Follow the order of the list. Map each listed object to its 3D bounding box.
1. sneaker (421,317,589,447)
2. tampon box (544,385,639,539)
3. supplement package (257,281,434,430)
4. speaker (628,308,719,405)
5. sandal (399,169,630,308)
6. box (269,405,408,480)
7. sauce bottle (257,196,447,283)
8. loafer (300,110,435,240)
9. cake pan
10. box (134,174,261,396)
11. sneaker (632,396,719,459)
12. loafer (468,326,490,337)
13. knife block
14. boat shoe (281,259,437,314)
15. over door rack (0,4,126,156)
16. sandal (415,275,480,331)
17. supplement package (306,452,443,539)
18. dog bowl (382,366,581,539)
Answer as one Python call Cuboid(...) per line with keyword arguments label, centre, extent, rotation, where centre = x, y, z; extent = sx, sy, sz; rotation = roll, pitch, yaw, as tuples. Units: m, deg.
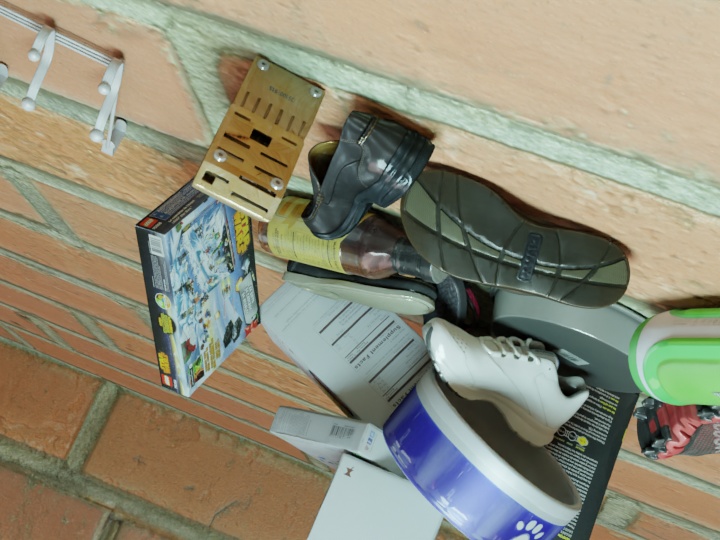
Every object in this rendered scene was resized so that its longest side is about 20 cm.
Cuboid(label="sneaker", centre=(0.142, 0.094, 1.201), extent=(0.200, 0.087, 0.075), rotation=(33, -154, -30))
Cuboid(label="tampon box", centre=(0.203, 0.212, 1.390), extent=(0.126, 0.201, 0.150), rotation=(26, 164, -10))
Cuboid(label="supplement package", centre=(-0.004, 0.091, 1.342), extent=(0.200, 0.110, 0.114), rotation=(43, 170, 21))
Cuboid(label="speaker", centre=(0.315, 0.072, 1.000), extent=(0.088, 0.089, 0.200), rotation=(32, 162, -25))
Cuboid(label="sandal", centre=(0.127, -0.024, 1.016), extent=(0.199, 0.082, 0.055), rotation=(17, -174, 1))
Cuboid(label="box", centre=(0.019, 0.205, 1.296), extent=(0.144, 0.036, 0.200), rotation=(4, 154, 47))
Cuboid(label="sauce bottle", centre=(-0.006, -0.028, 1.177), extent=(0.199, 0.066, 0.066), rotation=(13, 161, 29))
Cuboid(label="loafer", centre=(-0.011, -0.083, 1.016), extent=(0.072, 0.073, 0.200), rotation=(36, 152, -11))
Cuboid(label="cake pan", centre=(0.216, 0.069, 1.215), extent=(0.199, 0.037, 0.200), rotation=(22, 164, 7))
Cuboid(label="box", centre=(-0.158, 0.007, 1.219), extent=(0.040, 0.137, 0.201), rotation=(17, 130, 24))
Cuboid(label="sneaker", centre=(0.341, 0.124, 1.157), extent=(0.097, 0.071, 0.201), rotation=(2, 151, -14))
Cuboid(label="loafer", centre=(0.107, 0.107, 1.417), extent=(0.067, 0.076, 0.200), rotation=(16, 163, 6))
Cuboid(label="knife block", centre=(-0.099, -0.073, 0.980), extent=(0.064, 0.200, 0.176), rotation=(26, 134, -9))
Cuboid(label="boat shoe", centre=(0.000, 0.000, 1.233), extent=(0.199, 0.068, 0.072), rotation=(14, 168, 45))
Cuboid(label="over door rack", centre=(-0.295, -0.168, 1.135), extent=(0.147, 0.067, 0.200), rotation=(26, 164, -4))
Cuboid(label="sandal", centre=(0.093, 0.037, 1.251), extent=(0.075, 0.045, 0.200), rotation=(56, 169, 24))
Cuboid(label="supplement package", centre=(0.015, 0.279, 1.259), extent=(0.116, 0.118, 0.200), rotation=(22, 163, 9))
Cuboid(label="dog bowl", centre=(0.119, 0.190, 1.200), extent=(0.200, 0.079, 0.200), rotation=(39, -169, -9))
